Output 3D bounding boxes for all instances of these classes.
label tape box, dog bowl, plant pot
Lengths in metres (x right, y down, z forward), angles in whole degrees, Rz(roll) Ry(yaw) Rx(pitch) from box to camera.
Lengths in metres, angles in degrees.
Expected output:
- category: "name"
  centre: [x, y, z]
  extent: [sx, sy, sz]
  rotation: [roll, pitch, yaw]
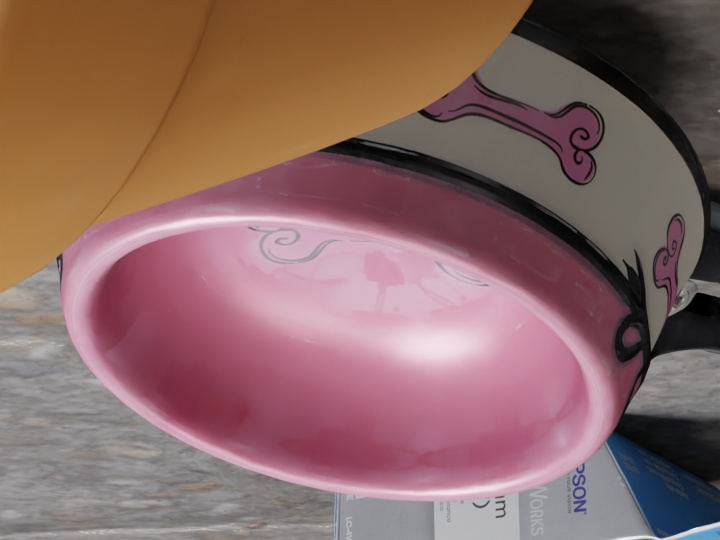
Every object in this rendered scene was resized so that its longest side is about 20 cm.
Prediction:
- category: "label tape box"
  centre: [0.108, 0.117, 1.215]
  extent: [0.200, 0.066, 0.143]
  rotation: [-12, 158, 27]
- category: "dog bowl"
  centre: [0.000, 0.000, 0.781]
  extent: [0.200, 0.074, 0.200]
  rotation: [10, 149, 6]
- category: "plant pot"
  centre: [-0.054, -0.091, 0.444]
  extent: [0.140, 0.200, 0.200]
  rotation: [-4, 169, -42]

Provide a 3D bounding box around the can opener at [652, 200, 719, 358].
- category: "can opener"
  centre: [0.128, 0.006, 0.916]
  extent: [0.200, 0.079, 0.063]
  rotation: [10, 121, -33]
